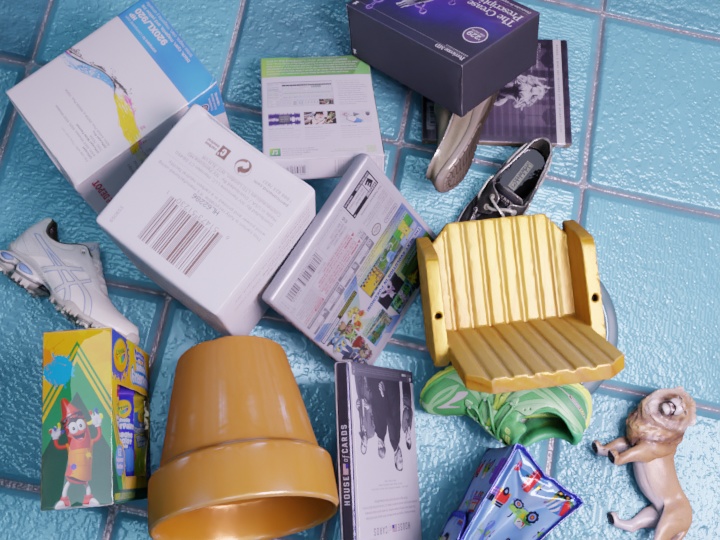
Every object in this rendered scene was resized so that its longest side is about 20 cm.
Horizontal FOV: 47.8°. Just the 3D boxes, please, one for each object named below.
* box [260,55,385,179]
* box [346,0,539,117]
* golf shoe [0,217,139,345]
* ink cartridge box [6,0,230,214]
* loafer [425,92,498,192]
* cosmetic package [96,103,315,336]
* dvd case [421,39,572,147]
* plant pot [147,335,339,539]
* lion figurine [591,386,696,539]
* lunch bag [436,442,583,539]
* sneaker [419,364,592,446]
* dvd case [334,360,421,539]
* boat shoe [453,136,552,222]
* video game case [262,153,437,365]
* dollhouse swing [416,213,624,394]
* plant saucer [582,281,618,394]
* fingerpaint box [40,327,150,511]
[{"bbox_3d":[-0.050,-0.192,0.998,0.142,0.037,0.202,-3,50,-4],"label":"box"},{"bbox_3d":[0.099,-0.291,1.000,0.141,0.079,0.199,-39,55,-21],"label":"box"},{"bbox_3d":[-0.329,0.012,0.961,0.199,0.078,0.098,35,71,4],"label":"golf shoe"},{"bbox_3d":[-0.280,-0.185,0.970,0.199,0.147,0.145,-39,81,-11],"label":"ink cartridge box"},{"bbox_3d":[0.120,-0.185,1.018,0.067,0.076,0.202,20,64,13],"label":"loafer"},{"bbox_3d":[-0.161,-0.042,0.915,0.166,0.200,0.167,36,77,6],"label":"cosmetic package"},{"bbox_3d":[0.178,-0.237,1.075,0.196,0.016,0.151,1,76,-1],"label":"dvd case"},{"bbox_3d":[-0.132,0.180,0.880,0.196,0.201,0.186,-8,62,-5],"label":"plant pot"},{"bbox_3d":[0.348,0.243,0.951,0.120,0.072,0.204,-10,91,-13],"label":"lion figurine"},{"bbox_3d":[0.127,0.295,0.876,0.094,0.151,0.200,40,77,7],"label":"lunch bag"},{"bbox_3d":[0.162,0.157,0.926,0.196,0.075,0.084,2,46,15],"label":"sneaker"},{"bbox_3d":[0.022,0.208,0.899,0.024,0.150,0.204,-9,75,29],"label":"dvd case"},{"bbox_3d":[0.172,-0.083,1.012,0.070,0.064,0.201,33,80,4],"label":"boat shoe"},{"bbox_3d":[0.000,0.000,0.946,0.182,0.022,0.201,44,72,-38],"label":"video game case"},{"bbox_3d":[0.175,0.027,0.889,0.196,0.176,0.185,-6,88,-3],"label":"dollhouse swing"},{"bbox_3d":[0.222,0.071,0.990,0.196,0.027,0.204,0,81,-2],"label":"plant saucer"},{"bbox_3d":[-0.272,0.161,0.861,0.072,0.200,0.170,-4,76,-5],"label":"fingerpaint box"}]
